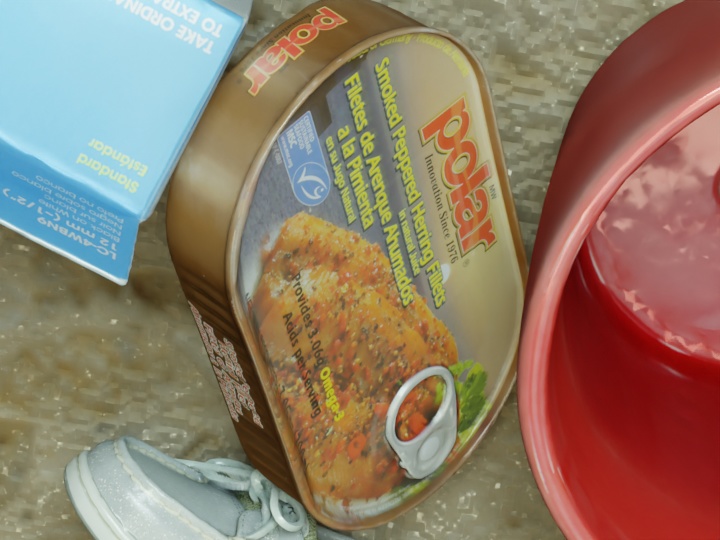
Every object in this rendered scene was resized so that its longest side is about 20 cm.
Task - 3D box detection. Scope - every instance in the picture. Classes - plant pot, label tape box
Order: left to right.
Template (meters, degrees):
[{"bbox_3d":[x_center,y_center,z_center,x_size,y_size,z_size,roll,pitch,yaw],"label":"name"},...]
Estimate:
[{"bbox_3d":[-0.102,-0.098,0.722,0.143,0.200,0.066,28,117,-12],"label":"label tape box"},{"bbox_3d":[0.139,-0.002,0.781,0.200,0.177,0.201,-1,110,-2],"label":"plant pot"}]

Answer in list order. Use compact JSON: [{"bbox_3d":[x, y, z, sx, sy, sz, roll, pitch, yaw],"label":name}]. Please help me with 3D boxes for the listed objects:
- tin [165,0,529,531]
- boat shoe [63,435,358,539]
[{"bbox_3d":[0.000,0.000,0.797,0.112,0.042,0.200,-39,141,-20],"label":"tin"},{"bbox_3d":[-0.010,0.107,0.872,0.202,0.074,0.065,33,99,-17],"label":"boat shoe"}]
